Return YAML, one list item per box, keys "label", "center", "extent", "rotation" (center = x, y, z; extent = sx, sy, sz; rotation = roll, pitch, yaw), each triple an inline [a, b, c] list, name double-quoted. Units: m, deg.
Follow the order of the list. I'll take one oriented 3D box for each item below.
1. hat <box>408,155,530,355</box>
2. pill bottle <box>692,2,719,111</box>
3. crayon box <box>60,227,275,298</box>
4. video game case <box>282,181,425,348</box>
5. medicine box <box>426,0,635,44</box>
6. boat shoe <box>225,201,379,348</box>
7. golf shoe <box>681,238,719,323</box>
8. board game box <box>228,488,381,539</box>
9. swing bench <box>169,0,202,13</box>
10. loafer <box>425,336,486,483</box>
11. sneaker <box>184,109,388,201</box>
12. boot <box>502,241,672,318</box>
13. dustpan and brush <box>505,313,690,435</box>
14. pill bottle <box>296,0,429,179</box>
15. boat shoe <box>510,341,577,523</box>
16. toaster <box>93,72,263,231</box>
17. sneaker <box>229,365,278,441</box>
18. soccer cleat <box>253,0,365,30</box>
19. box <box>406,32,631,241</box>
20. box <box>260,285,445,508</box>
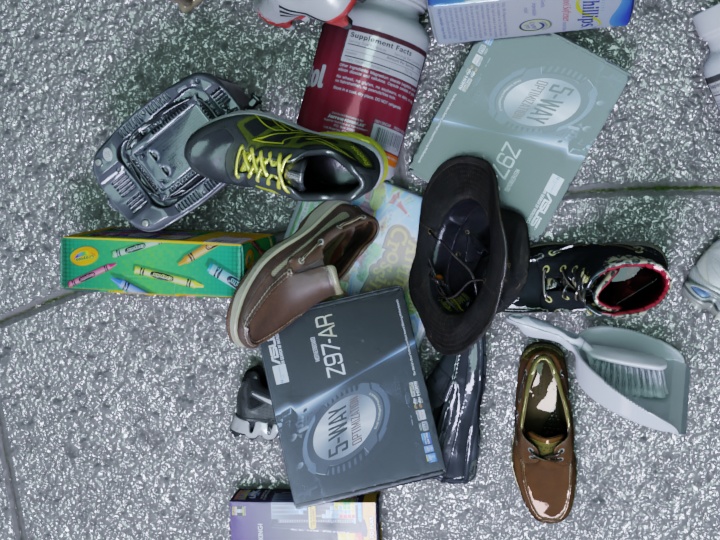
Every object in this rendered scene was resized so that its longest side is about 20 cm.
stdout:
- label: "hat"
  center: [0.125, -0.013, 1.338]
  extent: [0.081, 0.200, 0.202]
  rotation: [4, 99, -25]
- label: "pill bottle"
  center: [0.413, -0.181, 1.313]
  extent: [0.116, 0.116, 0.201]
  rotation: [-24, 93, 9]
- label: "crayon box"
  center: [-0.200, -0.010, 1.393]
  extent: [0.199, 0.119, 0.059]
  rotation: [3, 97, 13]
- label: "video game case"
  center: [0.000, 0.000, 1.430]
  extent: [0.181, 0.022, 0.201]
  rotation: [22, 99, 3]
- label: "medicine box"
  center: [0.162, -0.335, 1.303]
  extent: [0.199, 0.103, 0.183]
  rotation: [-5, 79, 8]
- label: "boat shoe"
  center: [-0.053, 0.003, 1.332]
  extent: [0.075, 0.203, 0.075]
  rotation: [16, 145, 35]
- label: "golf shoe"
  center: [0.435, 0.038, 1.361]
  extent: [0.199, 0.078, 0.097]
  rotation: [31, 94, 1]
- label: "board game box"
  center: [-0.057, 0.344, 1.464]
  extent: [0.164, 0.057, 0.201]
  rotation: [-2, 97, 6]
- label: "swing bench"
  center: [-0.131, -0.355, 1.311]
  extent: [0.199, 0.199, 0.130]
  rotation: [-18, 95, 9]
- label: "loafer"
  center: [0.096, 0.131, 1.412]
  extent: [0.070, 0.068, 0.202]
  rotation: [4, 101, -2]
- label: "sneaker"
  center: [-0.075, -0.108, 1.263]
  extent: [0.199, 0.085, 0.075]
  rotation: [4, 108, 6]
- label: "boot"
  center: [0.216, 0.012, 1.340]
  extent: [0.202, 0.154, 0.074]
  rotation: [-7, 96, 8]
- label: "dustpan and brush"
  center: [0.244, 0.089, 1.357]
  extent: [0.199, 0.140, 0.057]
  rotation: [12, 121, 9]
- label: "pill bottle"
  center: [0.005, -0.202, 1.353]
  extent: [0.112, 0.113, 0.201]
  rotation: [15, 90, 4]
- label: "boat shoe"
  center: [0.193, 0.179, 1.407]
  extent: [0.072, 0.068, 0.201]
  rotation: [-6, 97, 7]
- label: "toaster"
  center: [-0.175, -0.132, 1.379]
  extent: [0.200, 0.129, 0.114]
  rotation: [-39, 92, 10]
- label: "sneaker"
  center: [-0.043, 0.143, 1.431]
  extent: [0.199, 0.066, 0.091]
  rotation: [4, 100, 8]
- label: "soccer cleat"
  center: [-0.068, -0.285, 1.320]
  extent: [0.085, 0.200, 0.069]
  rotation: [32, 86, -31]
- label: "box"
  center: [0.164, -0.154, 1.380]
  extent: [0.160, 0.044, 0.201]
  rotation: [30, 100, 3]
- label: "box"
  center: [-0.011, 0.131, 1.371]
  extent: [0.159, 0.044, 0.201]
  rotation: [-12, 80, -2]
